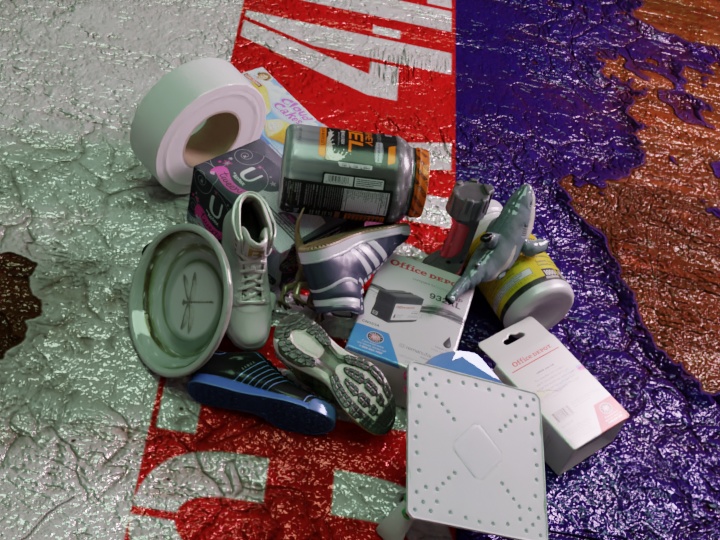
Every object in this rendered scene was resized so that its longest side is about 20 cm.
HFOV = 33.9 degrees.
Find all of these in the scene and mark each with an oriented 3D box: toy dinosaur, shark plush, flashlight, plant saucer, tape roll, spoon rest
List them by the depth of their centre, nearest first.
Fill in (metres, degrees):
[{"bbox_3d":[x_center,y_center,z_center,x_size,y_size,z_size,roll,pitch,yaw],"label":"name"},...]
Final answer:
[{"bbox_3d":[0.107,0.275,1.486,0.200,0.061,0.099,-31,62,-35],"label":"spoon rest"},{"bbox_3d":[-0.223,0.040,1.541,0.050,0.200,0.200,10,38,-47],"label":"plant saucer"},{"bbox_3d":[-0.073,0.008,1.635,0.058,0.200,0.101,8,55,37],"label":"toy dinosaur"},{"bbox_3d":[0.175,-0.035,1.655,0.200,0.083,0.091,-37,58,-16],"label":"shark plush"},{"bbox_3d":[0.129,-0.043,1.695,0.068,0.200,0.068,24,46,9],"label":"flashlight"},{"bbox_3d":[-0.239,-0.212,1.750,0.202,0.203,0.071,-26,59,-34],"label":"tape roll"}]

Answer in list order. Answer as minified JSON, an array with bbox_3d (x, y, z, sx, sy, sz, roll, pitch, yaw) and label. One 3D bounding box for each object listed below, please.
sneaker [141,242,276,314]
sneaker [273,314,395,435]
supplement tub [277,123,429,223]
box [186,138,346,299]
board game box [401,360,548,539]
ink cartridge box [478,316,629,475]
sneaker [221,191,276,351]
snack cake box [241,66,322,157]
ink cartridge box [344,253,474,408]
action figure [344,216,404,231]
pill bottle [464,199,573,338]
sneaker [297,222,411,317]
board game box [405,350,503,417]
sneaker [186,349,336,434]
[{"bbox_3d":[-0.207,0.014,1.637,0.200,0.074,0.089,33,44,0],"label":"sneaker"},{"bbox_3d":[-0.037,0.143,1.553,0.200,0.089,0.077,43,62,4],"label":"sneaker"},{"bbox_3d":[-0.010,-0.131,1.627,0.199,0.123,0.123,6,46,-6],"label":"supplement tub"},{"bbox_3d":[-0.139,-0.075,1.707,0.132,0.115,0.200,-28,59,-35],"label":"box"},{"bbox_3d":[0.139,0.227,1.462,0.199,0.026,0.201,16,58,-23],"label":"board game box"},{"bbox_3d":[0.254,0.168,1.626,0.116,0.068,0.200,-23,59,-33],"label":"ink cartridge box"},{"bbox_3d":[-0.148,-0.001,1.540,0.073,0.116,0.201,-4,77,-14],"label":"sneaker"},{"bbox_3d":[-0.147,-0.230,1.886,0.115,0.067,0.200,-26,59,-33],"label":"snack cake box"},{"bbox_3d":[0.065,0.083,1.638,0.144,0.084,0.200,19,45,3],"label":"ink cartridge box"},{"bbox_3d":[0.036,-0.093,1.785,0.200,0.134,0.150,-14,84,-58],"label":"action figure"},{"bbox_3d":[0.220,-0.007,1.749,0.112,0.113,0.200,-12,52,-26],"label":"pill bottle"},{"bbox_3d":[0.000,0.000,1.616,0.070,0.109,0.200,-4,10,45],"label":"sneaker"},{"bbox_3d":[0.138,0.202,1.520,0.200,0.039,0.158,49,50,0],"label":"board game box"},{"bbox_3d":[-0.121,0.149,1.533,0.199,0.070,0.078,17,50,0],"label":"sneaker"}]
